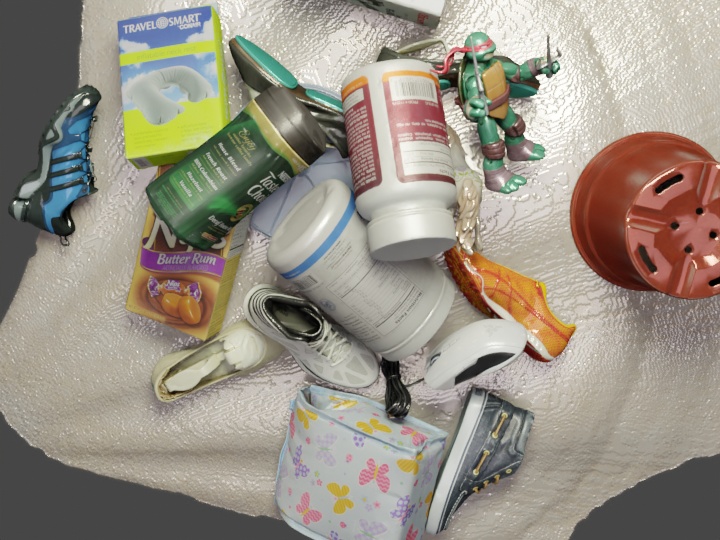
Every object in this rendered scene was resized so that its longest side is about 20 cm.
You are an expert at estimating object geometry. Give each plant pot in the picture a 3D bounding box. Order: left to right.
[{"bbox_3d":[0.355,-0.057,1.089,0.200,0.195,0.202,1,99,3],"label":"plant pot"}]

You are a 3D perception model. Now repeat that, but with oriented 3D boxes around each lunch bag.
[{"bbox_3d":[-0.009,0.251,1.195,0.199,0.127,0.170,17,102,26],"label":"lunch bag"}]

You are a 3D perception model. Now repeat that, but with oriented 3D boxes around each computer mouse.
[{"bbox_3d":[0.106,0.105,1.152,0.200,0.110,0.044,-28,121,22],"label":"computer mouse"}]

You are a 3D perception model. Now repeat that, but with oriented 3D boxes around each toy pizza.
[{"bbox_3d":[-0.074,-0.131,1.182,0.199,0.032,0.201,0,98,3],"label":"toy pizza"}]

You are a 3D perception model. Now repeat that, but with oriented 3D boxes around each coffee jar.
[{"bbox_3d":[-0.134,-0.115,1.061,0.200,0.104,0.085,-39,72,5],"label":"coffee jar"}]

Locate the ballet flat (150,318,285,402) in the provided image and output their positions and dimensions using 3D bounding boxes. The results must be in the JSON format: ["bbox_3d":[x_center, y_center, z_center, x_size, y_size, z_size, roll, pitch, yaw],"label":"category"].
[{"bbox_3d":[-0.178,0.114,1.212,0.199,0.069,0.070,-25,97,7],"label":"ballet flat"}]

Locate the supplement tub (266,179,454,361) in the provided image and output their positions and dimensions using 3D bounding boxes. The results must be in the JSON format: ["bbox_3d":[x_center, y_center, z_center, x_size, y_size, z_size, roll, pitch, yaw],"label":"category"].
[{"bbox_3d":[0.000,0.000,1.128,0.200,0.132,0.132,40,100,-21],"label":"supplement tub"}]

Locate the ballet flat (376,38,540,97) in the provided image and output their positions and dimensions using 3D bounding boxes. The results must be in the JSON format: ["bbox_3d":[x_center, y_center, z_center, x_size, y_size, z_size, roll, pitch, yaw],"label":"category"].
[{"bbox_3d":[0.114,-0.244,1.131,0.199,0.068,0.069,1,86,2],"label":"ballet flat"}]

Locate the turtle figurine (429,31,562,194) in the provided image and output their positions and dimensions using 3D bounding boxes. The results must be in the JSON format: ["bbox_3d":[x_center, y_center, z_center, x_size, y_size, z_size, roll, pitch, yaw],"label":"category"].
[{"bbox_3d":[0.155,-0.194,1.054,0.150,0.101,0.200,-38,130,-23],"label":"turtle figurine"}]

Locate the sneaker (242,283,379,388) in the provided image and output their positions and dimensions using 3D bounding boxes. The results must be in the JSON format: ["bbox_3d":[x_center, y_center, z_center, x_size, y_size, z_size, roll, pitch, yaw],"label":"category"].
[{"bbox_3d":[-0.051,0.091,1.159,0.200,0.115,0.076,34,84,-16],"label":"sneaker"}]

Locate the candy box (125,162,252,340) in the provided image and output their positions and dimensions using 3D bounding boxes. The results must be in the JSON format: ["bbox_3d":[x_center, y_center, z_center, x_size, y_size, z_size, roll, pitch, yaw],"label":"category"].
[{"bbox_3d":[-0.210,-0.028,1.175,0.116,0.056,0.201,20,105,11],"label":"candy box"}]

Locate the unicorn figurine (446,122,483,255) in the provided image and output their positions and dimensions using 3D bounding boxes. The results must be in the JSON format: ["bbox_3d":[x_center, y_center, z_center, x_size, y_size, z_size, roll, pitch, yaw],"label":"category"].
[{"bbox_3d":[0.108,-0.105,1.136,0.074,0.200,0.138,-16,117,-16],"label":"unicorn figurine"}]

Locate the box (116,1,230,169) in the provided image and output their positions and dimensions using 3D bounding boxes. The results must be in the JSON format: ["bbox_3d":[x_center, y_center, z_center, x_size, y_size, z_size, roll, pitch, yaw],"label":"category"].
[{"bbox_3d":[-0.222,-0.229,1.131,0.121,0.048,0.201,-8,77,5],"label":"box"}]

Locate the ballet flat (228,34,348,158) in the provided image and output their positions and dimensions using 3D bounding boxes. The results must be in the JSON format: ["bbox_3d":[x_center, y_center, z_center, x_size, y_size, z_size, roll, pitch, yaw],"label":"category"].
[{"bbox_3d":[-0.082,-0.198,1.126,0.200,0.068,0.069,33,109,-2],"label":"ballet flat"}]

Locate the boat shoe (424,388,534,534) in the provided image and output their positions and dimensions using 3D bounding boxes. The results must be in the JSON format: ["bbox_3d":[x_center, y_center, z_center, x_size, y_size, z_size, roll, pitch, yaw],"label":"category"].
[{"bbox_3d":[0.151,0.257,1.213,0.091,0.071,0.201,20,98,4],"label":"boat shoe"}]

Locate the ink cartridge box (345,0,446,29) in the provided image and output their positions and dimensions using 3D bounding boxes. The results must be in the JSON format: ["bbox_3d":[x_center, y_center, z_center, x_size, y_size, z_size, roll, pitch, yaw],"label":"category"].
[{"bbox_3d":[0.011,-0.348,1.083,0.199,0.145,0.084,18,99,0],"label":"ink cartridge box"}]

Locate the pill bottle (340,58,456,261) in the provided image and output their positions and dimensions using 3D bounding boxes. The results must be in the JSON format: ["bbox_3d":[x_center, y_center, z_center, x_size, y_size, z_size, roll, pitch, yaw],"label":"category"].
[{"bbox_3d":[0.045,-0.119,1.049,0.114,0.114,0.201,-8,77,4],"label":"pill bottle"}]

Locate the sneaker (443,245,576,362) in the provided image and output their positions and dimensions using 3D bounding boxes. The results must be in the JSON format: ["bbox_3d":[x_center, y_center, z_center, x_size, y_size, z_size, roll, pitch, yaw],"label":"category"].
[{"bbox_3d":[0.183,0.027,1.186,0.200,0.073,0.077,44,78,-9],"label":"sneaker"}]

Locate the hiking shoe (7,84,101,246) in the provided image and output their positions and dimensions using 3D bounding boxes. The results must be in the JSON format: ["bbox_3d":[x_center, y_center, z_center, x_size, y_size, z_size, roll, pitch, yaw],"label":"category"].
[{"bbox_3d":[-0.358,-0.135,1.184,0.087,0.074,0.200,29,110,-9],"label":"hiking shoe"}]
